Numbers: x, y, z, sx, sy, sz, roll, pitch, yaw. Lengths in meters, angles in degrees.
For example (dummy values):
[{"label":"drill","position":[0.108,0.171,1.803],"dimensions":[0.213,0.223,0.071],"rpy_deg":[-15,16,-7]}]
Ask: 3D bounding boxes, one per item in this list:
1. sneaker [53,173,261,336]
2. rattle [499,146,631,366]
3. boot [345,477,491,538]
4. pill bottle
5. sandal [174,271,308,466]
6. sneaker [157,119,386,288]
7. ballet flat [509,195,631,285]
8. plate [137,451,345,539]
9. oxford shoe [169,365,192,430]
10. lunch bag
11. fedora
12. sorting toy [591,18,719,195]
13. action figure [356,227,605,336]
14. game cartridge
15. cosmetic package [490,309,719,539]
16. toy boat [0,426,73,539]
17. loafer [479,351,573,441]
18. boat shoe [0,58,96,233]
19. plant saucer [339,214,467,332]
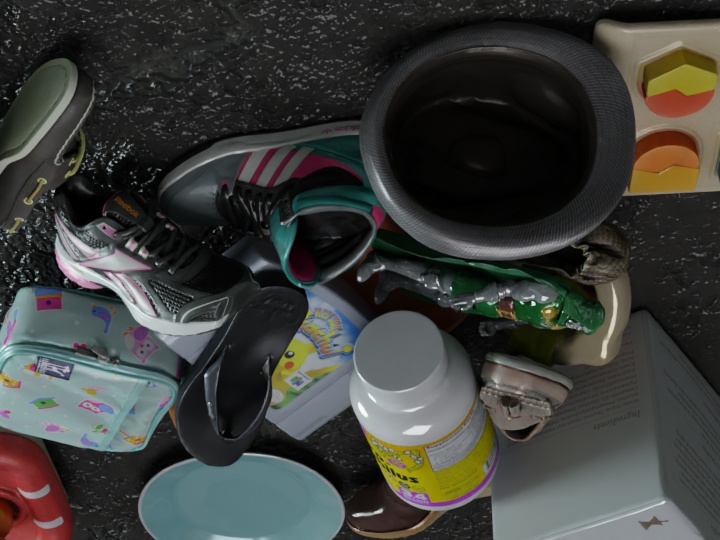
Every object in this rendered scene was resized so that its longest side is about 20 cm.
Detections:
[{"label":"sneaker","position":[-0.171,-0.017,1.592],"dimensions":[0.199,0.080,0.087],"rpy_deg":[18,139,30]},{"label":"rattle","position":[0.177,-0.032,1.653],"dimensions":[0.130,0.143,0.201],"rpy_deg":[7,112,50]},{"label":"boot","position":[0.040,0.158,1.884],"dimensions":[0.199,0.072,0.167],"rpy_deg":[-21,124,25]},{"label":"pill bottle","position":[0.050,0.112,1.679],"dimensions":[0.104,0.105,0.200],"rpy_deg":[-8,148,9]},{"label":"sandal","position":[-0.099,0.088,1.656],"dimensions":[0.076,0.043,0.201],"rpy_deg":[6,129,-21]},{"label":"sneaker","position":[-0.065,-0.039,1.576],"dimensions":[0.199,0.121,0.084],"rpy_deg":[-13,136,15]},{"label":"ballet flat","position":[0.110,-0.033,1.573],"dimensions":[0.199,0.046,0.068],"rpy_deg":[21,121,13]},{"label":"plate","position":[-0.114,0.224,1.977],"dimensions":[0.199,0.026,0.201],"rpy_deg":[0,140,0]},{"label":"oxford shoe","position":[-0.138,0.104,1.795],"dimensions":[0.071,0.071,0.200],"rpy_deg":[2,141,-6]},{"label":"lunch bag","position":[-0.231,0.088,1.737],"dimensions":[0.160,0.077,0.200],"rpy_deg":[17,154,-12]},{"label":"fedora","position":[0.100,-0.089,1.517],"dimensions":[0.199,0.178,0.090],"rpy_deg":[-6,170,2]},{"label":"sorting toy","position":[0.269,-0.117,1.553],"dimensions":[0.199,0.037,0.185],"rpy_deg":[0,141,-1]},{"label":"action figure","position":[0.097,0.018,1.598],"dimensions":[0.199,0.055,0.118],"rpy_deg":[11,161,28]},{"label":"game cartridge","position":[-0.061,0.055,1.691],"dimensions":[0.133,0.041,0.200],"rpy_deg":[-39,130,15]},{"label":"cosmetic package","position":[0.219,0.177,1.784],"dimensions":[0.166,0.201,0.167],"rpy_deg":[-21,136,24]},{"label":"toy boat","position":[-0.343,0.235,1.905],"dimensions":[0.130,0.131,0.200],"rpy_deg":[-6,140,7]},{"label":"loafer","position":[0.132,0.107,1.662],"dimensions":[0.072,0.063,0.200],"rpy_deg":[18,177,11]},{"label":"boat shoe","position":[-0.244,-0.092,1.556],"dimensions":[0.060,0.072,0.201],"rpy_deg":[23,143,-25]},{"label":"plant saucer","position":[0.000,0.000,1.699],"dimensions":[0.199,0.032,0.201],"rpy_deg":[-1,140,-1]}]
